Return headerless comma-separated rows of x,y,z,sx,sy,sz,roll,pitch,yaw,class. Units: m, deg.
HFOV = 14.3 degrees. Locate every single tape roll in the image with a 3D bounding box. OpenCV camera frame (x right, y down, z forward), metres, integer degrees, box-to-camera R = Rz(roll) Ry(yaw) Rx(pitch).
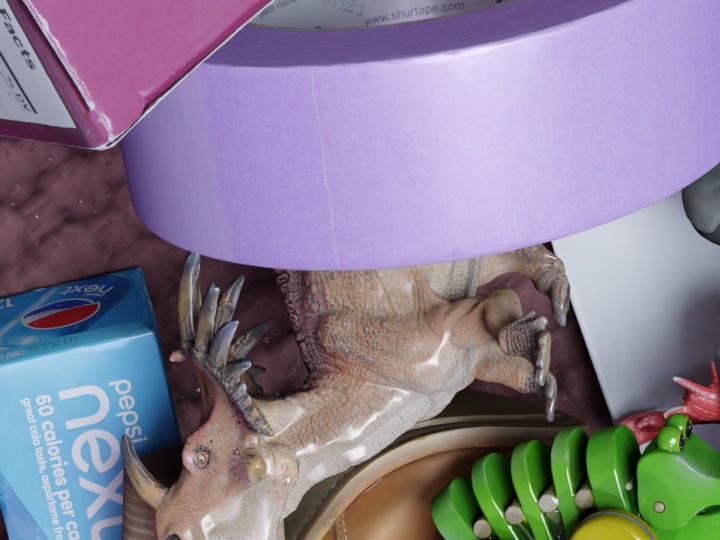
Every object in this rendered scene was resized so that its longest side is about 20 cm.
0.020,-0.069,0.903,0.199,0.200,0.066,-10,113,-4,tape roll

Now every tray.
0.144,0.041,1.061,0.107,0.022,0.201,-21,113,1,tray

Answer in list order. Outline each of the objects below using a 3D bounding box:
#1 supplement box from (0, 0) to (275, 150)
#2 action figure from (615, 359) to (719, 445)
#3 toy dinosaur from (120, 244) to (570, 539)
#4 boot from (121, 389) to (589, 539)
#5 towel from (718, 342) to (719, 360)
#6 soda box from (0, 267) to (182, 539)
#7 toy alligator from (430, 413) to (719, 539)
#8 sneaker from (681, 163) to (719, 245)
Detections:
-0.098,-0.116,0.816,0.131,0.200,0.103,-41,116,-24,supplement box
0.121,0.089,1.028,0.098,0.065,0.201,11,109,-22,action figure
0.000,0.000,0.938,0.135,0.201,0.086,6,139,7,toy dinosaur
-0.002,0.127,1.010,0.199,0.074,0.156,-11,105,-33,boot
0.214,0.071,0.997,0.170,0.048,0.201,-22,122,-17,towel
-0.088,0.107,1.029,0.067,0.064,0.201,-12,112,-4,soda box
0.090,0.072,0.928,0.199,0.059,0.054,-20,98,24,toy alligator
0.204,-0.022,1.004,0.199,0.075,0.080,-8,121,-20,sneaker
